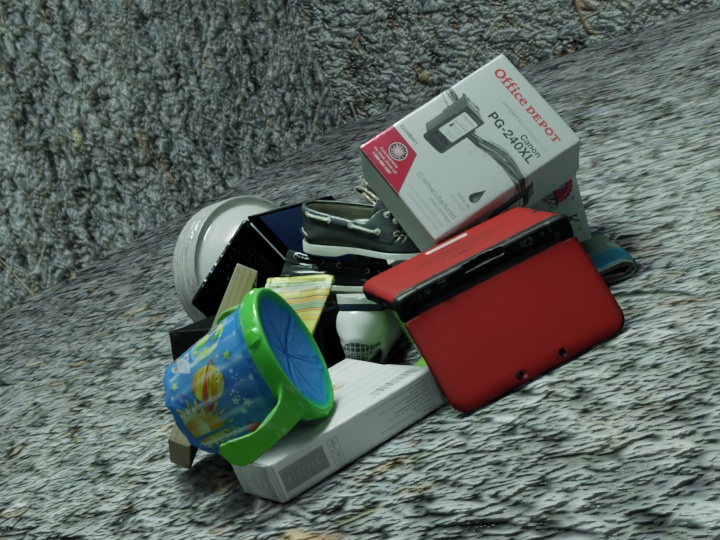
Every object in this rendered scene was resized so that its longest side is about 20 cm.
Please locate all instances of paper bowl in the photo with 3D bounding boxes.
[{"bbox_3d":[-0.150,-0.003,1.981,0.200,0.202,0.104,-32,12,-37],"label":"paper bowl"}]

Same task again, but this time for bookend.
[{"bbox_3d":[-0.089,0.091,1.709,0.197,0.093,0.200,-6,7,25],"label":"bookend"}]

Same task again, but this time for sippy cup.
[{"bbox_3d":[-0.114,0.106,1.384,0.130,0.140,0.178,-31,-2,14],"label":"sippy cup"}]

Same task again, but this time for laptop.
[{"bbox_3d":[-0.091,0.012,1.849,0.103,0.177,0.201,24,75,35],"label":"laptop"}]

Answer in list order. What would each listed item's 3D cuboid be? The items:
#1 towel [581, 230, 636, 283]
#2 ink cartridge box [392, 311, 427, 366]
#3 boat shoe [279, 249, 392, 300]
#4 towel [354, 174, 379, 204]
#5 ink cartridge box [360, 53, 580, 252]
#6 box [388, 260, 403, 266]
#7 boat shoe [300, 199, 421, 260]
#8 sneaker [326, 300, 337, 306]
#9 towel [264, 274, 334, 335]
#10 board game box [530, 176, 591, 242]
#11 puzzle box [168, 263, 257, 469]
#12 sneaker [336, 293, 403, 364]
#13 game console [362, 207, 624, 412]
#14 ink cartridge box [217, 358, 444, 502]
[{"bbox_3d":[0.231,0.003,1.651,0.146,0.022,0.200,-23,10,3],"label":"towel"},{"bbox_3d":[0.102,0.038,1.539,0.147,0.076,0.200,-28,9,30],"label":"ink cartridge box"},{"bbox_3d":[0.000,0.000,1.701,0.197,0.067,0.074,0,-9,16],"label":"boat shoe"},{"bbox_3d":[0.089,-0.082,1.844,0.199,0.132,0.035,-5,-52,-60],"label":"towel"},{"bbox_3d":[0.121,-0.121,1.568,0.199,0.146,0.084,-34,-23,-11],"label":"ink cartridge box"},{"bbox_3d":[0.036,-0.014,1.941,0.039,0.042,0.199,17,-38,-43],"label":"box"},{"bbox_3d":[0.021,-0.051,1.648,0.198,0.061,0.076,-1,20,19],"label":"boat shoe"},{"bbox_3d":[0.021,0.030,1.832,0.090,0.077,0.199,-23,11,-32],"label":"sneaker"},{"bbox_3d":[-0.091,0.072,1.558,0.085,0.018,0.201,-8,36,23],"label":"towel"},{"bbox_3d":[0.221,-0.102,1.730,0.064,0.149,0.200,-15,3,5],"label":"board game box"},{"bbox_3d":[-0.156,0.105,1.527,0.133,0.025,0.201,110,180,-72],"label":"puzzle box"},{"bbox_3d":[0.012,0.070,1.658,0.076,0.081,0.200,-4,-5,15],"label":"sneaker"},{"bbox_3d":[0.129,0.033,1.434,0.199,0.120,0.172,-26,14,-15],"label":"game console"},{"bbox_3d":[-0.042,0.154,1.433,0.199,0.045,0.176,-28,13,-26],"label":"ink cartridge box"}]
